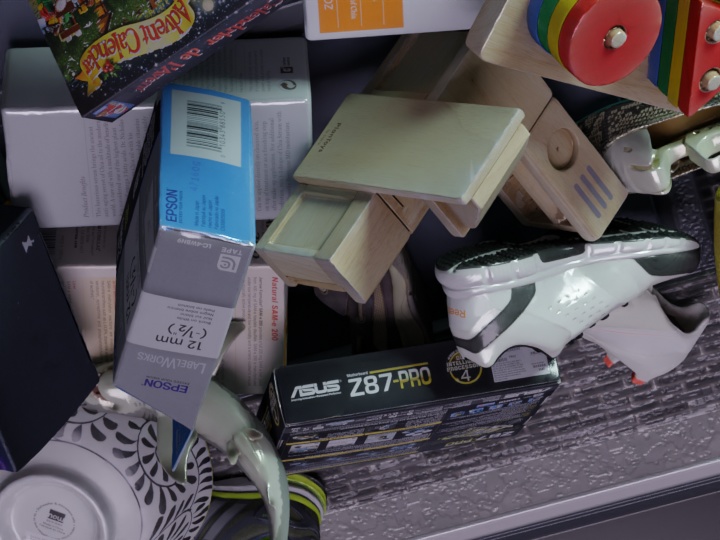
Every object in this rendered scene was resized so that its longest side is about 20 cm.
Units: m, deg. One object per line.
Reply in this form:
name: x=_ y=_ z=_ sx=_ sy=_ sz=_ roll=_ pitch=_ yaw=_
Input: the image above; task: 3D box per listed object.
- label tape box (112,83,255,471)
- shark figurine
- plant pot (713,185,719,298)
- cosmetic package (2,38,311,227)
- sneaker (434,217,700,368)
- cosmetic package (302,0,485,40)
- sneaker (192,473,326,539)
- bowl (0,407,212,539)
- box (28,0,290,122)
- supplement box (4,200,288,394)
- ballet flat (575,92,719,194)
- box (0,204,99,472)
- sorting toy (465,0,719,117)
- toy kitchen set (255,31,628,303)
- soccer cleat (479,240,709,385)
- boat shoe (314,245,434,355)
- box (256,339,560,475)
label tape box: x=-0.121 y=0.005 z=1.591 sx=0.066 sy=0.144 sz=0.201 roll=12 pitch=129 yaw=-14
shark figurine: x=-0.091 y=0.126 z=1.747 sx=0.128 sy=0.215 sz=0.090 roll=-39 pitch=171 yaw=-4
plant pot: x=0.319 y=-0.017 z=1.709 sx=0.199 sy=0.200 sz=0.142 roll=-29 pitch=102 yaw=20
cosmetic package: x=-0.132 y=-0.090 z=1.660 sx=0.199 sy=0.071 sz=0.102 roll=-2 pitch=131 yaw=-3
sneaker: x=0.143 y=0.013 z=1.718 sx=0.199 sy=0.074 sz=0.081 roll=-11 pitch=103 yaw=-21
cosmetic package: x=0.060 y=-0.210 z=1.581 sx=0.199 sy=0.071 sz=0.102 roll=-5 pitch=131 yaw=0
sneaker: x=-0.123 y=0.205 z=1.919 sx=0.199 sy=0.081 sz=0.074 roll=-10 pitch=131 yaw=5
bowl: x=-0.215 y=0.163 z=1.830 sx=0.199 sy=0.094 sz=0.202 roll=4 pitch=116 yaw=9
box: x=-0.114 y=-0.201 z=1.539 sx=0.199 sy=0.137 sz=0.038 roll=-32 pitch=164 yaw=22
supplement box: x=-0.150 y=0.019 z=1.761 sx=0.199 sy=0.074 sz=0.127 roll=0 pitch=132 yaw=-3
ballet flat: x=0.224 y=-0.089 z=1.693 sx=0.199 sy=0.076 sz=0.068 roll=-18 pitch=131 yaw=12
box: x=-0.297 y=0.037 z=1.682 sx=0.199 sy=0.104 sz=0.149 roll=5 pitch=129 yaw=34
sorting toy: x=0.196 y=-0.187 z=1.538 sx=0.199 sy=0.070 sz=0.199 roll=9 pitch=118 yaw=-41
toy kitchen set: x=0.081 y=-0.032 z=1.610 sx=0.163 sy=0.200 sz=0.181 roll=9 pitch=148 yaw=50
soccer cleat: x=0.162 y=0.015 z=1.790 sx=0.199 sy=0.069 sz=0.078 roll=26 pitch=120 yaw=-32
boat shoe: x=0.000 y=0.000 z=1.756 sx=0.073 sy=0.075 sz=0.201 roll=-13 pitch=129 yaw=7
box: x=0.030 y=0.096 z=1.786 sx=0.199 sy=0.049 sz=0.161 roll=-9 pitch=162 yaw=-10
